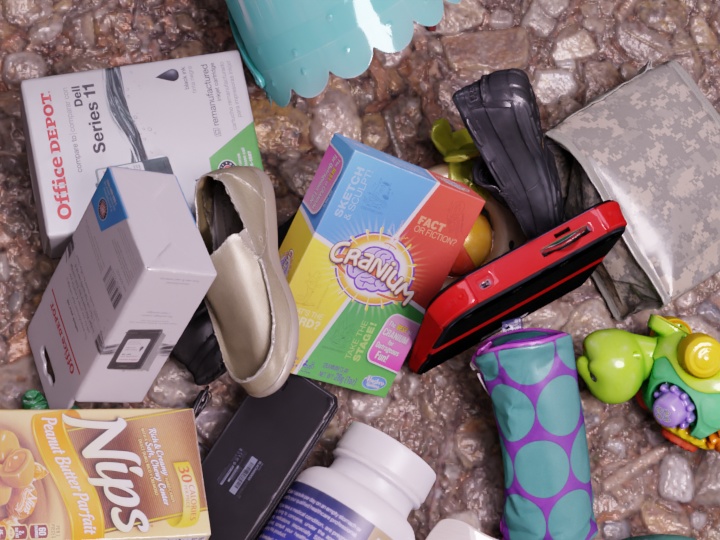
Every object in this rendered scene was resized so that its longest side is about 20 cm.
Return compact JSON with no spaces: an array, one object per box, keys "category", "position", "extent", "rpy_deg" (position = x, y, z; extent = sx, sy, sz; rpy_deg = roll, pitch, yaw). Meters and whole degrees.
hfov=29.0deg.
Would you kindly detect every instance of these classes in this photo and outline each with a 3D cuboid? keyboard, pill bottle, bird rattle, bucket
[{"category":"keyboard","position":[-0.118,0.164,1.200],"extent":[0.126,0.021,0.201],"rpy_deg":[32,81,18]},{"category":"pill bottle","position":[-0.023,0.237,1.177],"extent":[0.119,0.120,0.201],"rpy_deg":[34,74,-3]},{"category":"bird rattle","position":[0.073,-0.043,1.273],"extent":[0.199,0.112,0.164],"rpy_deg":[-39,104,-14]},{"category":"bucket","position":[-0.027,-0.253,1.225],"extent":[0.206,0.207,0.136],"rpy_deg":[-35,107,-16]}]

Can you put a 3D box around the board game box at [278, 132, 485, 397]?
[{"category":"board game box","position":[0.000,0.000,1.195],"extent":[0.152,0.040,0.202],"rpy_deg":[17,106,-36]}]

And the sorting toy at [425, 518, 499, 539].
[{"category":"sorting toy","position":[0.106,0.308,1.179],"extent":[0.197,0.107,0.183],"rpy_deg":[12,89,-9]}]

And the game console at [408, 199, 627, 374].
[{"category":"game console","position":[0.136,0.016,1.230],"extent":[0.198,0.177,0.031],"rpy_deg":[-27,76,-16]}]

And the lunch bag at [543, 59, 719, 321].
[{"category":"lunch bag","position":[0.272,-0.081,1.310],"extent":[0.163,0.117,0.202],"rpy_deg":[-30,90,-19]}]

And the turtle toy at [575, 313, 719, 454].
[{"category":"turtle toy","position":[0.294,0.104,1.275],"extent":[0.198,0.146,0.102],"rpy_deg":[29,95,-4]}]

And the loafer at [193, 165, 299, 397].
[{"category":"loafer","position":[-0.103,0.006,1.137],"extent":[0.068,0.075,0.203],"rpy_deg":[13,58,-46]}]

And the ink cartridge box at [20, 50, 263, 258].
[{"category":"ink cartridge box","position":[-0.194,-0.103,1.233],"extent":[0.197,0.083,0.149],"rpy_deg":[-11,81,-14]}]

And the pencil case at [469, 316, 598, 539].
[{"category":"pencil case","position":[0.153,0.149,1.222],"extent":[0.091,0.085,0.203],"rpy_deg":[-8,102,13]}]

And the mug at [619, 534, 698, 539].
[{"category":"mug","position":[0.284,0.323,1.226],"extent":[0.185,0.114,0.152],"rpy_deg":[46,73,1]}]

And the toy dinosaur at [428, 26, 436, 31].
[{"category":"toy dinosaur","position":[-0.023,-0.327,1.320],"extent":[0.179,0.105,0.203],"rpy_deg":[-4,89,6]}]

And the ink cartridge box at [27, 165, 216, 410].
[{"category":"ink cartridge box","position":[-0.203,0.027,1.155],"extent":[0.066,0.201,0.117],"rpy_deg":[4,45,-37]}]

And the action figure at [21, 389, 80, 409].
[{"category":"action figure","position":[-0.239,0.189,1.171],"extent":[0.117,0.055,0.202],"rpy_deg":[-20,73,-24]}]

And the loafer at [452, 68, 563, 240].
[{"category":"loafer","position":[0.133,-0.090,1.213],"extent":[0.069,0.202,0.069],"rpy_deg":[-10,44,17]}]

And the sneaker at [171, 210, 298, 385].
[{"category":"sneaker","position":[-0.104,0.003,1.237],"extent":[0.091,0.076,0.200],"rpy_deg":[40,72,3]}]

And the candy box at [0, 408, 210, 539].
[{"category":"candy box","position":[-0.227,0.174,1.118],"extent":[0.197,0.055,0.117],"rpy_deg":[1,57,-23]}]
